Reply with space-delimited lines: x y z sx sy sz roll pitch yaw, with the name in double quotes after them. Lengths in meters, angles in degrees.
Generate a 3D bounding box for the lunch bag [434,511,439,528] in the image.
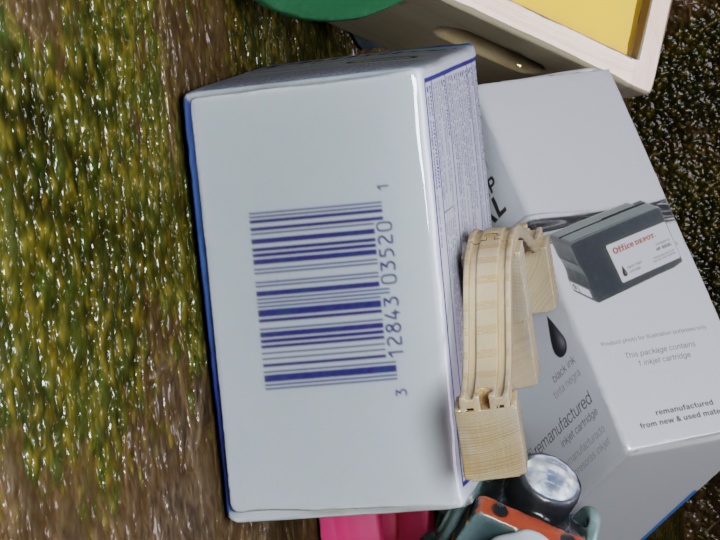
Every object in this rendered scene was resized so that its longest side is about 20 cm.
0.074 0.162 1.626 0.200 0.082 0.176 97 -5 -61 "lunch bag"

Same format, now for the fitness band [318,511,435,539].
0.004 0.093 1.495 0.144 0.037 0.200 9 75 -77 "fitness band"

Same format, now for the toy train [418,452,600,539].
0.044 0.173 1.351 0.114 0.085 0.200 -75 -169 -51 "toy train"

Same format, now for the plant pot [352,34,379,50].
0.058 -0.230 1.676 0.200 0.134 0.200 -6 90 -80 "plant pot"

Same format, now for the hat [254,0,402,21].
-0.036 -0.222 1.378 0.176 0.166 0.200 48 -37 40 "hat"

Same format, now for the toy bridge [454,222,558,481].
0.060 0.017 1.261 0.200 0.027 0.067 -71 153 -67 "toy bridge"

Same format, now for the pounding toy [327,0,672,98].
0.107 -0.190 1.518 0.200 0.142 0.184 22 75 -31 "pounding toy"

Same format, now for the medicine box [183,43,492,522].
0.000 0.000 1.305 0.200 0.103 0.182 -40 124 -79 "medicine box"

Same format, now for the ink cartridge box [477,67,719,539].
0.093 0.025 1.435 0.145 0.084 0.200 -53 -128 52 "ink cartridge box"
